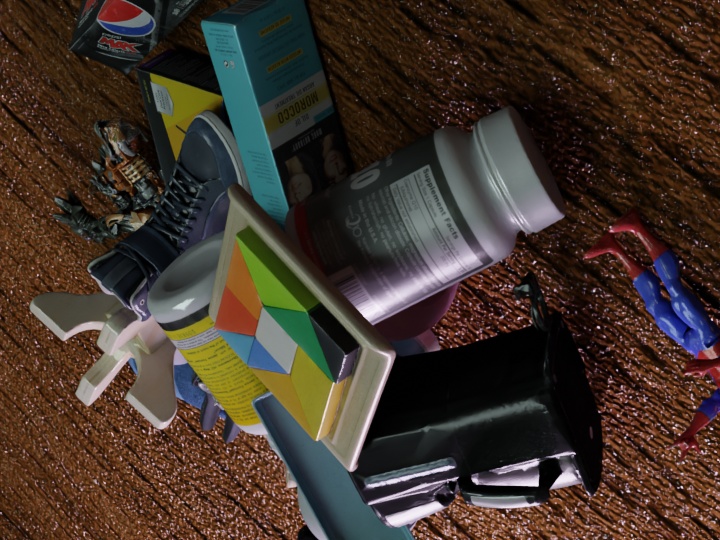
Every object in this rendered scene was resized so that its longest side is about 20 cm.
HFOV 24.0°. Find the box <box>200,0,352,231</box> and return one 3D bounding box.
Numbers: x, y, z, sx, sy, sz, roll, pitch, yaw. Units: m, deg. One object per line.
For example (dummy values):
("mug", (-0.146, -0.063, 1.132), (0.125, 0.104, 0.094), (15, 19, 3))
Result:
("box", (-0.069, -0.140, 1.482), (0.049, 0.082, 0.202), (14, 130, 46))

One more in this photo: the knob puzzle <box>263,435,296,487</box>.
("knob puzzle", (-0.087, 0.126, 1.668), (0.220, 0.030, 0.222), (173, 90, -85))

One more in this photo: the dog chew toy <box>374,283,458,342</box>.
("dog chew toy", (0.000, 0.000, 1.496), (0.199, 0.124, 0.125), (-3, 117, 60))

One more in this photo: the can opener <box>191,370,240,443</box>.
("can opener", (-0.135, 0.128, 1.728), (0.063, 0.079, 0.201), (33, 151, 14))

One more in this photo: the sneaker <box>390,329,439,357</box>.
("sneaker", (-0.014, 0.088, 1.611), (0.199, 0.080, 0.072), (-11, 113, 53))

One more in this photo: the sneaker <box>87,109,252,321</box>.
("sneaker", (-0.175, -0.042, 1.542), (0.077, 0.146, 0.203), (40, 144, 24))

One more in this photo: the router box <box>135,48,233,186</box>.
("router box", (-0.129, -0.099, 1.612), (0.148, 0.051, 0.201), (21, 135, 39))

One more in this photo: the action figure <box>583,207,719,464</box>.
("action figure", (0.239, 0.059, 1.282), (0.200, 0.099, 0.065), (47, 146, 6))

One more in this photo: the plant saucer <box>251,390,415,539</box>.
("plant saucer", (-0.021, 0.179, 1.482), (0.201, 0.069, 0.019), (62, 180, -15))

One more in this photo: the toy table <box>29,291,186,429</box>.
("toy table", (-0.230, 0.059, 1.713), (0.183, 0.117, 0.201), (35, 146, 15))

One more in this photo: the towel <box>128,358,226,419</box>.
("towel", (-0.191, 0.101, 1.859), (0.199, 0.048, 0.113), (20, 134, 39))

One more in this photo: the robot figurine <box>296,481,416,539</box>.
("robot figurine", (0.003, 0.198, 1.604), (0.200, 0.123, 0.152), (-82, -5, -85))

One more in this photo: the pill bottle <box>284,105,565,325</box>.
("pill bottle", (0.051, -0.042, 1.324), (0.199, 0.114, 0.115), (-27, 100, 14))

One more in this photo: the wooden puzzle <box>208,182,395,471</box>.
("wooden puzzle", (-0.056, 0.051, 1.320), (0.185, 0.037, 0.201), (46, 152, 20))

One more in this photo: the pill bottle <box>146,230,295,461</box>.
("pill bottle", (-0.092, 0.072, 1.511), (0.112, 0.113, 0.201), (-7, 124, 51))

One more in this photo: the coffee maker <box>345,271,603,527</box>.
("coffee maker", (0.085, 0.110, 1.419), (0.198, 0.135, 0.194), (-14, 97, 20))

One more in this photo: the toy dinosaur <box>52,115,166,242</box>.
("toy dinosaur", (-0.232, -0.066, 1.728), (0.135, 0.102, 0.202), (6, 113, 35))

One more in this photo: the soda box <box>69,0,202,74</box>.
("soda box", (-0.194, -0.252, 1.528), (0.063, 0.071, 0.200), (22, 154, -23))
